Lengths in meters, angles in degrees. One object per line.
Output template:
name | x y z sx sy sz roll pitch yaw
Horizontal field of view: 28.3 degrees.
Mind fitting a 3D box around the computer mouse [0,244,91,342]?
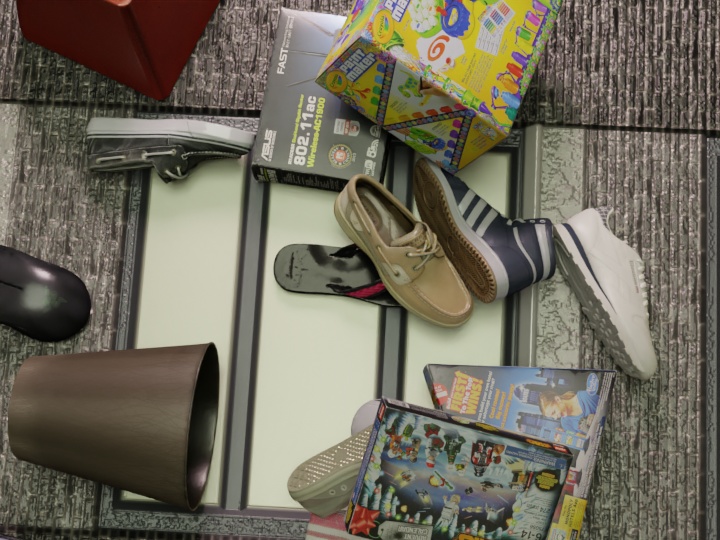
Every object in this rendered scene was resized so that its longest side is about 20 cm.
computer mouse | -0.404 0.023 1.606 0.199 0.053 0.139 14 77 5

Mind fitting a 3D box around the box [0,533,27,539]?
box | -0.411 0.348 1.506 0.199 0.104 0.149 12 78 4

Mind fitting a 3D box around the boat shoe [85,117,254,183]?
boat shoe | -0.218 -0.134 1.635 0.199 0.072 0.071 3 86 13

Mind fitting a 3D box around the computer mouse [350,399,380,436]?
computer mouse | 0.084 0.195 1.556 0.199 0.044 0.110 16 79 5

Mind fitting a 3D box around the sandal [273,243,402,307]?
sandal | 0.000 0.000 1.602 0.199 0.045 0.076 1 77 2

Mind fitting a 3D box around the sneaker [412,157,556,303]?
sneaker | 0.142 -0.055 1.600 0.108 0.070 0.200 -15 57 -23

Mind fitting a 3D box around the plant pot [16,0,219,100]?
plant pot | -0.279 -0.346 1.623 0.199 0.176 0.200 25 79 8

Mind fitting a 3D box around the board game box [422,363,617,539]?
board game box | 0.150 0.178 1.514 0.199 0.062 0.201 16 77 2

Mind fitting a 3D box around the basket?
basket | -0.265 0.156 1.534 0.199 0.136 0.181 6 83 7

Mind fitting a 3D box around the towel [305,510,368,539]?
towel | -0.020 0.354 1.487 0.146 0.030 0.201 2 76 44

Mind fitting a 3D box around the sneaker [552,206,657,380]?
sneaker | 0.286 0.023 1.577 0.080 0.076 0.201 -22 79 -13

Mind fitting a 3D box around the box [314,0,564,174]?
box | 0.088 -0.252 1.562 0.192 0.122 0.201 33 61 -14

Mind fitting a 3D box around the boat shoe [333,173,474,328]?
boat shoe | 0.052 -0.021 1.555 0.072 0.065 0.200 -39 84 -25

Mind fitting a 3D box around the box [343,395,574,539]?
box | 0.097 0.217 1.422 0.199 0.040 0.138 15 100 -9

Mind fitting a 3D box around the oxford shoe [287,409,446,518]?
oxford shoe | 0.017 0.202 1.491 0.199 0.075 0.058 -28 115 20

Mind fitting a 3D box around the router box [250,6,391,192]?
router box | -0.034 -0.193 1.638 0.149 0.062 0.201 8 78 5
